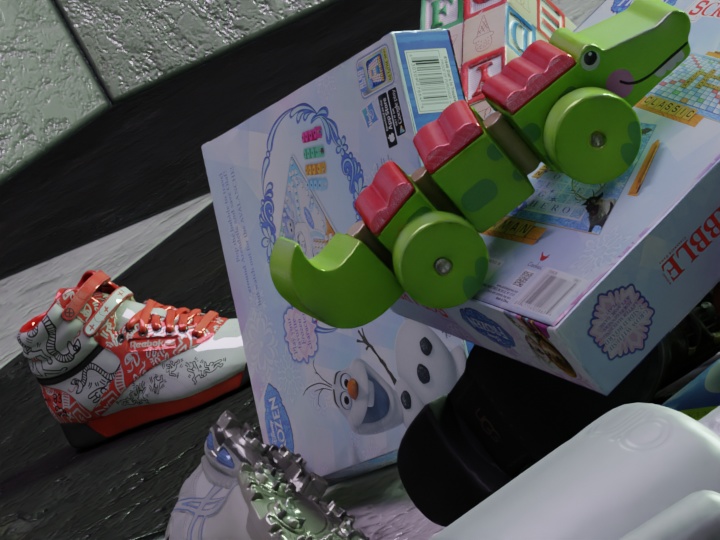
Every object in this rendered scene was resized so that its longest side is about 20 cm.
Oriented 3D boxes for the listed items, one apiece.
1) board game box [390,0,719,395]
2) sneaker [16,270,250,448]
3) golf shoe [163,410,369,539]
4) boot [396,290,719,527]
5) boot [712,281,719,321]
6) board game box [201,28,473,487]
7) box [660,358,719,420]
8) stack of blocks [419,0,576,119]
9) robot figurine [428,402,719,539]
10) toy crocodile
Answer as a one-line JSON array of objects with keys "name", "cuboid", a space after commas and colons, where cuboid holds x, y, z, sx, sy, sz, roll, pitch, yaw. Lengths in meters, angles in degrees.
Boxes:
[{"name": "board game box", "cuboid": [0.113, -0.046, 1.171, 0.200, 0.041, 0.200, -44, 23, -11]}, {"name": "sneaker", "cuboid": [-0.147, 0.044, 1.906, 0.201, 0.108, 0.067, -22, 12, 30]}, {"name": "golf shoe", "cuboid": [-0.055, 0.142, 1.379, 0.097, 0.078, 0.200, -54, 12, 1]}, {"name": "boot", "cuboid": [0.118, 0.037, 1.268, 0.174, 0.069, 0.200, -25, -9, -38]}, {"name": "boot", "cuboid": [0.177, -0.058, 1.193, 0.188, 0.069, 0.200, -46, 34, -10]}, {"name": "board game box", "cuboid": [0.000, 0.000, 1.440, 0.043, 0.200, 0.199, -6, -11, -35]}, {"name": "box", "cuboid": [0.170, 0.068, 1.143, 0.200, 0.048, 0.122, -35, 12, -33]}, {"name": "stack of blocks", "cuboid": [0.112, -0.063, 1.509, 0.059, 0.200, 0.115, -21, 52, 32]}, {"name": "robot figurine", "cuboid": [0.077, 0.123, 0.942, 0.200, 0.113, 0.170, -33, -16, -23]}, {"name": "toy crocodile", "cuboid": [0.051, -0.046, 1.130, 0.200, 0.062, 0.068, -39, 23, 2]}]
